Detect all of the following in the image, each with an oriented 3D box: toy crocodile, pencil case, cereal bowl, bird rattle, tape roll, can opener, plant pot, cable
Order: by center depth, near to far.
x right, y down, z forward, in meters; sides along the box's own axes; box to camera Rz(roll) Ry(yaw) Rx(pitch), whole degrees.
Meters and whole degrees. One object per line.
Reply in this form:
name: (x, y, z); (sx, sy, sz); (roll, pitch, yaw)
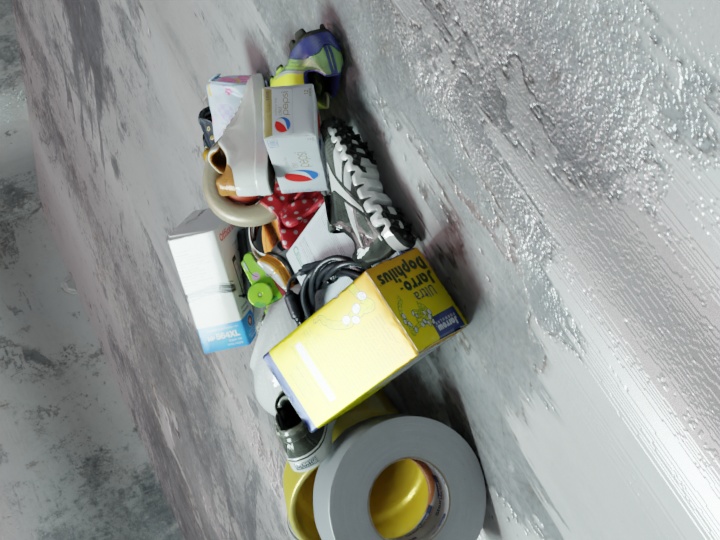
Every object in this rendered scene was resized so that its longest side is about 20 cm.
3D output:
tape roll: (0.046, 0.271, 1.514); (0.066, 0.199, 0.201); (-8, 99, 69)
cable: (-0.024, 0.064, 1.576); (0.200, 0.051, 0.164); (-10, 88, 51)
plant pot: (-0.008, 0.242, 1.671); (0.189, 0.200, 0.202); (-110, 13, -58)
bird rattle: (-0.131, -0.117, 1.734); (0.113, 0.162, 0.201); (72, -175, -78)
cereal bowl: (-0.100, 0.104, 1.767); (0.200, 0.083, 0.201); (18, -90, -89)
pencil case: (-0.173, -0.181, 1.837); (0.090, 0.083, 0.201); (8, 108, 23)
toy crocodile: (-0.122, 0.061, 1.928); (0.201, 0.062, 0.068); (63, -178, 1)
can opener: (-0.148, 0.027, 2.035); (0.053, 0.067, 0.201); (-24, 70, 50)

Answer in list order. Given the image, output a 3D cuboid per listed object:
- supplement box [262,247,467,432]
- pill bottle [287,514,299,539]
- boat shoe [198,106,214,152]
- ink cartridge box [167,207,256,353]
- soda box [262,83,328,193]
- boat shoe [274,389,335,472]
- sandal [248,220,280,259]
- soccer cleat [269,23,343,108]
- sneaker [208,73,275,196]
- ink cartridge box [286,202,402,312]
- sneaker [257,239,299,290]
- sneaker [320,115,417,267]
supplement box: (0.003, 0.080, 1.460); (0.200, 0.109, 0.110); (-39, 81, 37)
pill bottle: (-0.055, 0.335, 1.955); (0.112, 0.112, 0.201); (57, 155, 35)
boat shoe: (-0.205, -0.188, 1.969); (0.200, 0.071, 0.091); (42, 148, 57)
ink cartridge box: (-0.226, 0.010, 2.066); (0.146, 0.084, 0.201); (-64, -39, -67)
soda box: (-0.079, -0.159, 1.578); (0.200, 0.063, 0.069); (82, -175, -75)
boat shoe: (-0.069, 0.171, 1.564); (0.064, 0.070, 0.200); (63, -175, -17)
sandal: (-0.139, -0.062, 1.919); (0.079, 0.059, 0.207); (66, 159, 17)
soccer cleat: (-0.068, -0.226, 1.594); (0.084, 0.064, 0.200); (67, 159, 14)
sneaker: (-0.153, -0.175, 1.624); (0.073, 0.084, 0.201); (75, -170, -47)
ink cartridge box: (0.000, 0.000, 1.609); (0.200, 0.043, 0.197); (-50, 58, 42)
sneaker: (-0.096, -0.010, 1.845); (0.078, 0.077, 0.200); (42, 176, 0)
sneaker: (-0.014, -0.089, 1.520); (0.090, 0.066, 0.201); (-37, 67, 23)
